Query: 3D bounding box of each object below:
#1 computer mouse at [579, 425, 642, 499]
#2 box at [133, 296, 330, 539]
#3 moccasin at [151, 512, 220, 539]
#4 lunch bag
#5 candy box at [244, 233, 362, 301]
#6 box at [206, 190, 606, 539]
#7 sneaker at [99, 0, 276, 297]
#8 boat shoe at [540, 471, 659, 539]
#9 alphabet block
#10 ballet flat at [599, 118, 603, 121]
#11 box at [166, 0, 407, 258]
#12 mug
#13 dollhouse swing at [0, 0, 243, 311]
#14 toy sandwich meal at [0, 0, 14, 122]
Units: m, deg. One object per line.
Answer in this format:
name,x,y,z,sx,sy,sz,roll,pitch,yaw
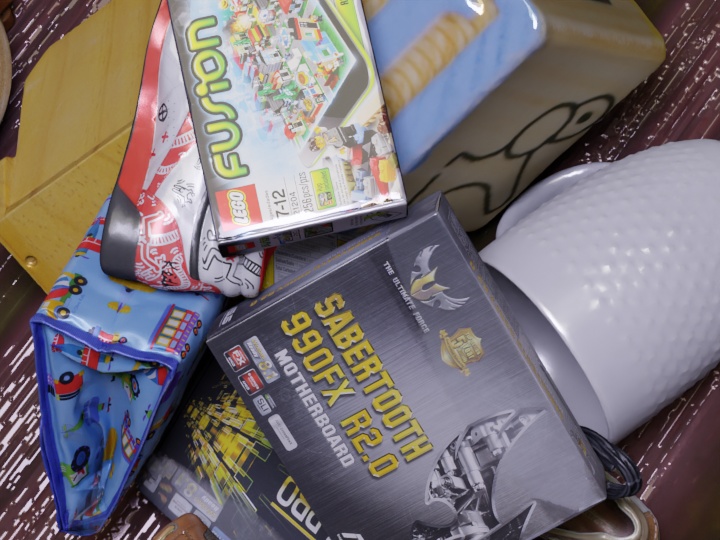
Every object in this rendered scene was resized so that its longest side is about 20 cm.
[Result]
computer mouse,0.106,0.071,1.224,0.034,0.059,0.200,-20,52,-38
box,-0.030,0.133,1.259,0.200,0.049,0.162,39,110,20
moccasin,-0.163,0.239,1.257,0.202,0.073,0.078,-50,57,11
lunch bag,-0.138,0.063,1.230,0.093,0.201,0.151,18,44,6
candy box,0.000,0.000,1.255,0.026,0.199,0.103,-15,69,37
box,0.028,0.079,1.145,0.157,0.048,0.201,-28,103,14
sneaker,-0.078,-0.083,1.153,0.107,0.067,0.204,12,76,0
boat shoe,0.102,0.123,1.258,0.199,0.068,0.075,28,77,18
alphabet block,0.039,-0.152,1.229,0.195,0.199,0.197,-41,72,23
ballet flat,0.073,-0.124,1.358,0.199,0.069,0.072,29,98,23
box,-0.047,-0.117,1.107,0.109,0.035,0.202,-13,79,-2
mug,0.166,-0.008,1.265,0.175,0.148,0.200,-35,38,-11
dollhouse swing,-0.131,-0.083,1.351,0.199,0.176,0.182,-33,111,21
toy sandwich meal,-0.334,-0.137,1.433,0.203,0.070,0.208,-2,75,9
